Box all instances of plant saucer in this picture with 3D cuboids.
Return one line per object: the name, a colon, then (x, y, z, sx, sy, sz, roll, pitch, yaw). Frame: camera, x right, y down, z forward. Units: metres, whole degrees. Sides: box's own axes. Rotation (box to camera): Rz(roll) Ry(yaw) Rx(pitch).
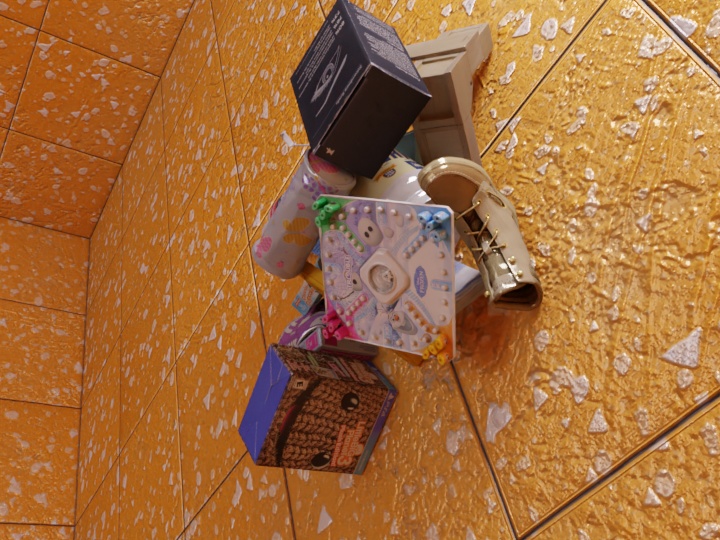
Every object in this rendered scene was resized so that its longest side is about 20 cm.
plant saucer: (0.030, -0.183, 1.190, 0.198, 0.019, 0.071, -12, 69, 45)

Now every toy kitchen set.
toy kitchen set: (0.114, -0.254, 1.098, 0.161, 0.183, 0.201, -1, 35, 30)

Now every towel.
towel: (0.078, 0.015, 1.019, 0.199, 0.146, 0.024, 27, 140, 47)

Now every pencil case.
pencil case: (-0.082, -0.080, 1.013, 0.201, 0.082, 0.091, -54, 14, 37)

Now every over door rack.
over door rack: (-0.048, -0.268, 1.358, 0.147, 0.067, 0.199, -40, 33, -12)

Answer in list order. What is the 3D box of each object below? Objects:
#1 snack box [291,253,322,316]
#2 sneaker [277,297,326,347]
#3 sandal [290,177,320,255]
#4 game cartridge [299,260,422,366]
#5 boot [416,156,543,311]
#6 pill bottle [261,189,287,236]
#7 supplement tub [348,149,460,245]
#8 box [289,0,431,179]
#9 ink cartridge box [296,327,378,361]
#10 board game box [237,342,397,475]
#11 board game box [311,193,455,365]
snack box: (-0.048, -0.011, 1.226, 0.116, 0.037, 0.200, -48, -4, -38)
sneaker: (-0.112, 0.137, 1.308, 0.201, 0.072, 0.115, -50, 9, 37)
sandal: (-0.086, -0.111, 1.253, 0.078, 0.087, 0.203, 11, 127, 24)
game cartridge: (-0.010, 0.061, 1.099, 0.033, 0.199, 0.176, -53, 31, -4)
boot: (0.153, -0.041, 0.880, 0.072, 0.199, 0.157, -30, 52, 26)
pill bottle: (-0.116, -0.109, 1.414, 0.200, 0.118, 0.121, -39, 46, 44)
supplement tub: (0.042, -0.097, 1.039, 0.199, 0.144, 0.147, 39, 110, 40)
box: (-0.007, -0.252, 0.976, 0.148, 0.103, 0.202, -50, 38, 31)
ink cartridge box: (-0.072, 0.166, 1.227, 0.200, 0.118, 0.043, -40, 48, 43)
board game box: (-0.068, 0.222, 1.119, 0.097, 0.198, 0.162, 40, 112, 55)
board game box: (0.027, 0.011, 0.910, 0.197, 0.026, 0.203, 9, 113, 31)
